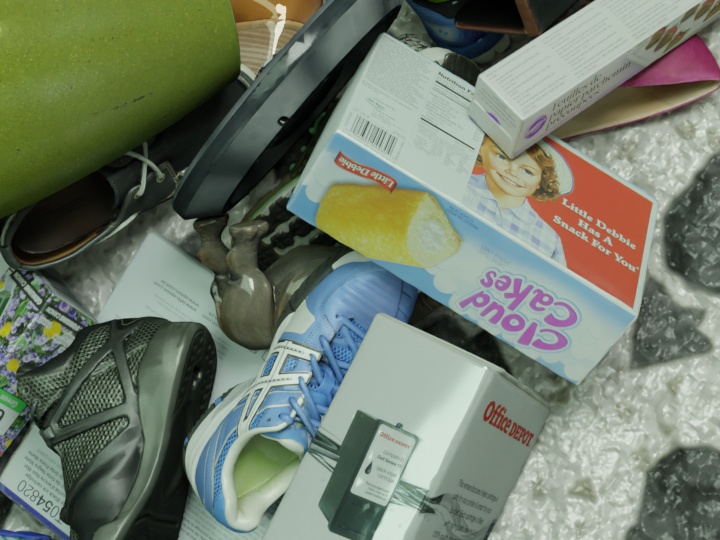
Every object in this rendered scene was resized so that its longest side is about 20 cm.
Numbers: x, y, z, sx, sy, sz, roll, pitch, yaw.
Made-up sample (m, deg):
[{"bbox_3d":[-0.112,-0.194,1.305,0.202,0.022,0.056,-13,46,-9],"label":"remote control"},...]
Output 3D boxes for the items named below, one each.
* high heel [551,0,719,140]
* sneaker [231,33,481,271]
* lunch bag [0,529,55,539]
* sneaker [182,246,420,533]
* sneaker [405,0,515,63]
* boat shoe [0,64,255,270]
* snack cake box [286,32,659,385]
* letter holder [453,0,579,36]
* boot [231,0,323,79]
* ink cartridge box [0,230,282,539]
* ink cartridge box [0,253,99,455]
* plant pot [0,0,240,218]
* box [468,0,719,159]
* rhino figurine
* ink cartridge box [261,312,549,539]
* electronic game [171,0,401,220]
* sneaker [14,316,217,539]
[{"bbox_3d":[0.126,-0.086,1.013,0.200,0.067,0.096,-40,63,-5],"label":"high heel"},{"bbox_3d":[-0.008,-0.077,1.067,0.200,0.077,0.089,-42,37,7],"label":"sneaker"},{"bbox_3d":[-0.253,0.257,1.002,0.126,0.170,0.202,11,82,20],"label":"lunch bag"},{"bbox_3d":[-0.026,0.072,0.960,0.201,0.075,0.077,-54,24,12],"label":"sneaker"},{"bbox_3d":[0.035,-0.231,1.063,0.078,0.089,0.201,-35,66,8],"label":"sneaker"},{"bbox_3d":[-0.147,-0.064,1.056,0.199,0.068,0.072,-31,110,2],"label":"boat shoe"},{"bbox_3d":[0.069,-0.038,0.944,0.199,0.115,0.067,31,128,-6],"label":"snack cake box"},{"bbox_3d":[0.104,-0.243,1.002,0.200,0.101,0.142,-44,32,-25],"label":"letter holder"},{"bbox_3d":[-0.120,-0.200,1.114,0.198,0.077,0.157,8,82,18],"label":"boot"},{"bbox_3d":[-0.111,0.108,1.058,0.199,0.041,0.201,33,89,23],"label":"ink cartridge box"},{"bbox_3d":[-0.270,0.080,1.094,0.201,0.050,0.109,-51,42,1],"label":"ink cartridge box"},{"bbox_3d":[-0.179,-0.134,0.982,0.198,0.187,0.189,-16,71,-12],"label":"plant pot"},{"bbox_3d":[0.149,-0.136,0.955,0.199,0.039,0.041,-35,68,-24],"label":"box"},{"bbox_3d":[0.000,0.000,1.009,0.198,0.060,0.088,-7,106,-4],"label":"rhino figurine"},{"bbox_3d":[0.020,0.140,0.950,0.083,0.147,0.201,26,85,23],"label":"ink cartridge box"},{"bbox_3d":[-0.043,-0.109,0.977,0.042,0.200,0.200,41,93,0],"label":"electronic game"},{"bbox_3d":[-0.166,0.123,1.013,0.113,0.076,0.201,7,77,22],"label":"sneaker"}]
